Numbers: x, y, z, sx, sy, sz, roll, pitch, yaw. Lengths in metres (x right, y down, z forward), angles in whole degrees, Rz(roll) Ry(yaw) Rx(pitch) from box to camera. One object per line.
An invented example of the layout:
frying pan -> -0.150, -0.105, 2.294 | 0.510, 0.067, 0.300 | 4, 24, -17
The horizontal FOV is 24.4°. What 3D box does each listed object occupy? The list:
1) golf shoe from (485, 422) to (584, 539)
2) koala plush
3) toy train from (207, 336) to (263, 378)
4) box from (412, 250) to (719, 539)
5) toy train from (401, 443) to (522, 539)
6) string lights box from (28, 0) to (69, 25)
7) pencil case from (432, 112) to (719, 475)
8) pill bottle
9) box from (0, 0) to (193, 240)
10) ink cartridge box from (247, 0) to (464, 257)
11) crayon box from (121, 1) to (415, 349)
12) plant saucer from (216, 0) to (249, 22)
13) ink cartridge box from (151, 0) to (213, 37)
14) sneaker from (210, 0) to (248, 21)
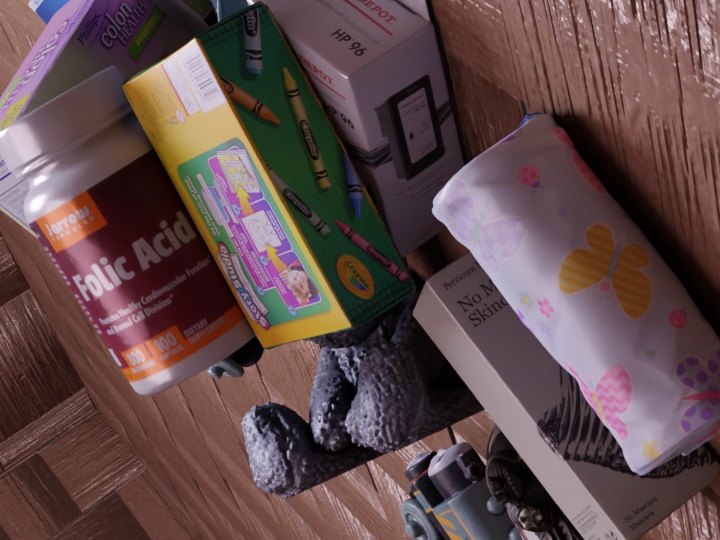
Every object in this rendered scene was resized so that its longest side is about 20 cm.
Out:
golf shoe -> 0.154, 0.193, 1.231 | 0.088, 0.077, 0.200 | -106, -10, -72
koala plush -> -0.002, 0.031, 1.197 | 0.177, 0.184, 0.200 | -30, 82, 43
toy train -> -0.159, 0.024, 1.405 | 0.114, 0.085, 0.200 | 15, 164, 33
box -> 0.124, 0.072, 1.027 | 0.200, 0.082, 0.068 | 51, 165, 11
toy train -> 0.113, 0.229, 1.364 | 0.200, 0.085, 0.114 | 56, 153, 5
string lights box -> -0.210, -0.192, 1.437 | 0.103, 0.059, 0.200 | 41, -179, -34
pencil case -> 0.124, 0.013, 0.900 | 0.200, 0.083, 0.091 | 52, 163, 11
pill bottle -> -0.153, -0.028, 1.117 | 0.200, 0.114, 0.114 | 59, 164, -9
box -> -0.171, -0.090, 1.263 | 0.200, 0.176, 0.097 | 41, 140, -23
ink cartridge box -> -0.003, -0.118, 1.041 | 0.116, 0.068, 0.200 | 42, 158, 40
crayon box -> -0.060, -0.054, 1.044 | 0.119, 0.058, 0.200 | -16, 104, 59
plant saucer -> -0.059, -0.137, 1.101 | 0.019, 0.070, 0.200 | -106, 12, -49
ink cartridge box -> -0.133, -0.206, 1.304 | 0.200, 0.048, 0.146 | 38, 171, -20
sneaker -> -0.062, -0.169, 1.144 | 0.078, 0.075, 0.200 | -119, 10, -51
